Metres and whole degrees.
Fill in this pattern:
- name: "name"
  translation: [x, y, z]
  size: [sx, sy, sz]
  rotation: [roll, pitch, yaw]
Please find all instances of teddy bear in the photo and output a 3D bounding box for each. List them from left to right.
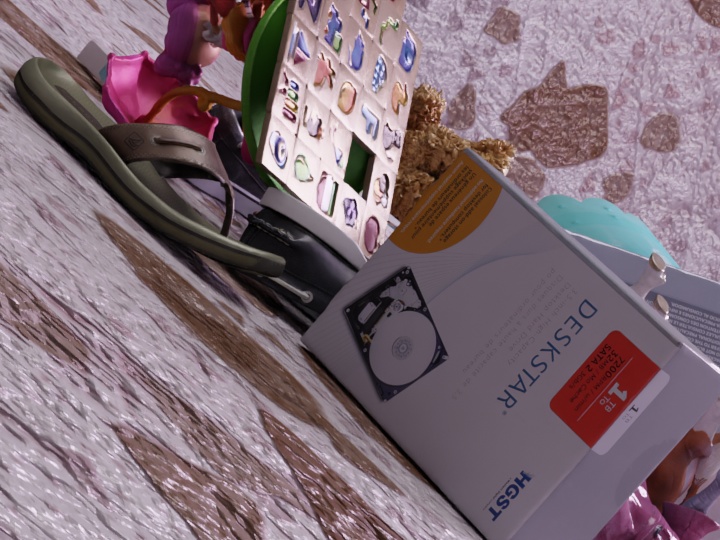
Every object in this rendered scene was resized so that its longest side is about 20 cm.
- name: "teddy bear"
  translation: [0.028, -0.078, 1.788]
  size: [0.200, 0.145, 0.067]
  rotation: [38, -1, 45]

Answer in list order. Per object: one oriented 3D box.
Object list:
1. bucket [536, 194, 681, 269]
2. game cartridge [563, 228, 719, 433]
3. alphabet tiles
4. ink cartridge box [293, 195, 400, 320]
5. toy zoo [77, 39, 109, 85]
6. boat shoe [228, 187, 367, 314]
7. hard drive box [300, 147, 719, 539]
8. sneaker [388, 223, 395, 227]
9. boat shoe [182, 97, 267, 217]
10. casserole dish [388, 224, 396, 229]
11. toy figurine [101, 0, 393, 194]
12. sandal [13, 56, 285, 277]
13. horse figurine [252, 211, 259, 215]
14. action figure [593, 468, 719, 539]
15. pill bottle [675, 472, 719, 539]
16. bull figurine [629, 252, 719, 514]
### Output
- name: "bucket"
  translation: [0.190, 0.051, 1.941]
  size: [0.207, 0.207, 0.135]
  rotation: [39, 7, -27]
- name: "game cartridge"
  translation: [0.178, 0.054, 1.561]
  size: [0.199, 0.134, 0.040]
  rotation: [19, -27, -9]
- name: "alphabet tiles"
  translation: [-0.008, -0.125, 1.484]
  size: [0.008, 0.201, 0.167]
  rotation: [0, -22, 28]
- name: "ink cartridge box"
  translation: [0.000, 0.000, 1.606]
  size: [0.162, 0.057, 0.200]
  rotation: [39, 10, -14]
- name: "toy zoo"
  translation: [-0.141, -0.111, 1.791]
  size: [0.131, 0.020, 0.200]
  rotation: [45, 6, 32]
- name: "boat shoe"
  translation: [0.000, 0.025, 1.463]
  size: [0.200, 0.060, 0.076]
  rotation: [37, -6, -22]
- name: "hard drive box"
  translation: [0.087, 0.052, 1.343]
  size: [0.200, 0.156, 0.077]
  rotation: [44, 6, 36]
- name: "sneaker"
  translation: [0.057, -0.031, 1.949]
  size: [0.200, 0.080, 0.072]
  rotation: [25, -42, 45]
- name: "boat shoe"
  translation: [-0.073, -0.087, 1.714]
  size: [0.199, 0.068, 0.074]
  rotation: [31, 36, -62]
- name: "casserole dish"
  translation: [0.034, 0.000, 1.846]
  size: [0.200, 0.039, 0.121]
  rotation: [31, -10, 47]
- name: "toy figurine"
  translation: [-0.091, -0.141, 1.550]
  size: [0.184, 0.201, 0.150]
  rotation: [4, -5, 38]
- name: "sandal"
  translation: [-0.119, -0.066, 1.350]
  size: [0.201, 0.057, 0.080]
  rotation: [43, 5, 13]
- name: "horse figurine"
  translation: [0.010, 0.013, 1.711]
  size: [0.200, 0.050, 0.133]
  rotation: [39, -3, 1]
- name: "action figure"
  translation: [0.158, 0.167, 1.413]
  size: [0.200, 0.149, 0.134]
  rotation: [59, 32, -9]
- name: "pill bottle"
  translation: [0.254, 0.197, 1.606]
  size: [0.112, 0.112, 0.200]
  rotation: [43, 5, 22]
- name: "bull figurine"
  translation: [0.162, 0.065, 1.482]
  size: [0.200, 0.121, 0.065]
  rotation: [53, 28, -6]
